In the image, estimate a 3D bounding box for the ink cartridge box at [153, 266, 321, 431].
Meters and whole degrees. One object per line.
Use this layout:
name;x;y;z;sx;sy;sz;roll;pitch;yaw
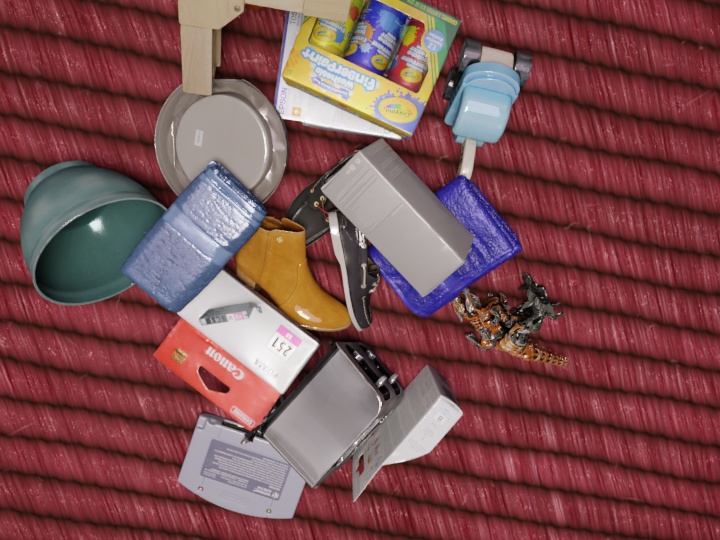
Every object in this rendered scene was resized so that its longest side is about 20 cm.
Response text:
ink cartridge box;-0.187;0.116;0.859;0.199;0.044;0.174;37;89;2

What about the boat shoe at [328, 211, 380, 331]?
boat shoe;0.000;0.000;0.880;0.060;0.074;0.202;-11;113;4

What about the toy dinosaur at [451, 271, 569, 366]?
toy dinosaur;0.244;0.082;0.923;0.199;0.102;0.136;28;112;-24

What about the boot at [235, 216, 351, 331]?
boot;-0.093;0.002;0.870;0.200;0.071;0.145;20;126;2

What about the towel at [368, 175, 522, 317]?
towel;0.121;-0.029;0.872;0.200;0.050;0.148;-38;99;28

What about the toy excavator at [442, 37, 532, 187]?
toy excavator;0.162;-0.200;0.854;0.099;0.195;0.202;13;69;-4

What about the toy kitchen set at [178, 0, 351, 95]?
toy kitchen set;-0.126;-0.347;0.769;0.198;0.164;0.181;5;142;-11

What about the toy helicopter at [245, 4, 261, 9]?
toy helicopter;-0.219;-0.462;0.837;0.131;0.079;0.202;-17;87;9

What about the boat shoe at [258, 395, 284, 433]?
boat shoe;-0.170;0.172;0.921;0.068;0.057;0.202;-16;98;0

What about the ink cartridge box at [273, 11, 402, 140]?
ink cartridge box;-0.019;-0.308;0.870;0.198;0.041;0.201;10;97;-3

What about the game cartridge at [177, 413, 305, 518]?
game cartridge;-0.187;0.326;0.952;0.198;0.041;0.134;20;93;-5

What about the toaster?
toaster;-0.040;0.208;0.859;0.119;0.181;0.200;43;94;16

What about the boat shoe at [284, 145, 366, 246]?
boat shoe;-0.048;-0.109;0.886;0.201;0.063;0.074;-44;101;5

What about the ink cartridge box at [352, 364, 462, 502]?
ink cartridge box;0.065;0.250;0.889;0.047;0.160;0.200;38;95;-5

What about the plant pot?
plant pot;-0.387;-0.069;0.826;0.200;0.200;0.134;-43;70;4

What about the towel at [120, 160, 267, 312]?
towel;-0.230;-0.044;0.816;0.112;0.049;0.200;43;95;-8

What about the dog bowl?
dog bowl;-0.195;-0.181;0.851;0.198;0.059;0.202;3;104;10

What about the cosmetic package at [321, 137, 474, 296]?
cosmetic package;0.056;-0.075;0.796;0.090;0.107;0.200;-39;93;28

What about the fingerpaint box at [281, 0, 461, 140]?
fingerpaint box;0.014;-0.302;0.813;0.199;0.073;0.168;24;96;-4
